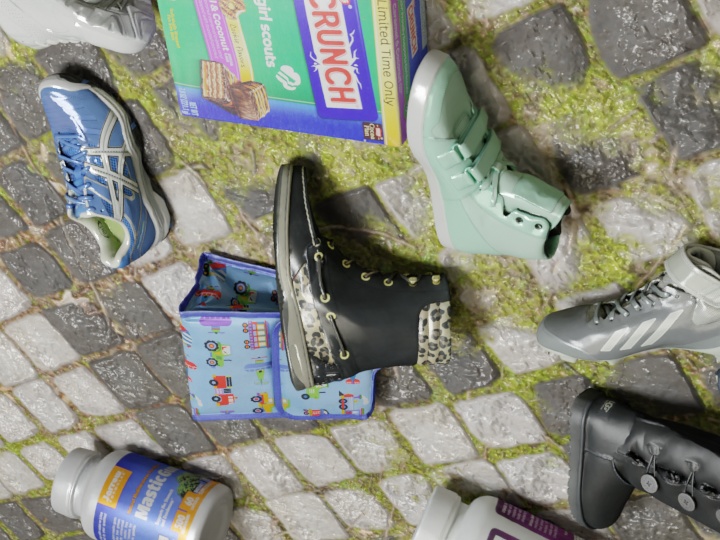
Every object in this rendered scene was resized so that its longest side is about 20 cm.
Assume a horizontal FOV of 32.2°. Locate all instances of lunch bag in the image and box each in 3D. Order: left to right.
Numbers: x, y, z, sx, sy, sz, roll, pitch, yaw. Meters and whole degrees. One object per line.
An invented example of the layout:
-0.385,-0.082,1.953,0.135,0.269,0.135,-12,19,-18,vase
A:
-0.067,0.076,1.235,0.199,0.094,0.151,5,130,8,lunch bag

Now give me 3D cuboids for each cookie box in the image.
-0.053,-0.196,0.975,0.199,0.075,0.172,10,132,19,cookie box

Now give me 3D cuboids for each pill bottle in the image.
-0.262,0.279,1.486,0.199,0.112,0.112,16,134,14,pill bottle
0.151,0.301,1.284,0.199,0.112,0.113,25,136,7,pill bottle

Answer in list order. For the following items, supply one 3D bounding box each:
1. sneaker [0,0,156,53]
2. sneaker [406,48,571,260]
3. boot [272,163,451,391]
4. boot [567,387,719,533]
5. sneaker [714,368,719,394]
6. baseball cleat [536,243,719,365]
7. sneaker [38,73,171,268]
-0.258,-0.226,1.070,0.199,0.078,0.100,28,144,16,sneaker
0.109,-0.088,0.984,0.118,0.074,0.201,12,143,28,sneaker
0.000,0.001,1.126,0.153,0.073,0.205,-5,96,-3,boot
0.286,0.204,1.123,0.199,0.066,0.165,18,136,35,boot
0.370,0.133,1.007,0.199,0.087,0.078,29,138,-20,sneaker
0.241,0.025,1.032,0.199,0.070,0.107,-2,122,17,baseball cleat
-0.245,-0.092,1.171,0.075,0.077,0.201,-5,124,34,sneaker
